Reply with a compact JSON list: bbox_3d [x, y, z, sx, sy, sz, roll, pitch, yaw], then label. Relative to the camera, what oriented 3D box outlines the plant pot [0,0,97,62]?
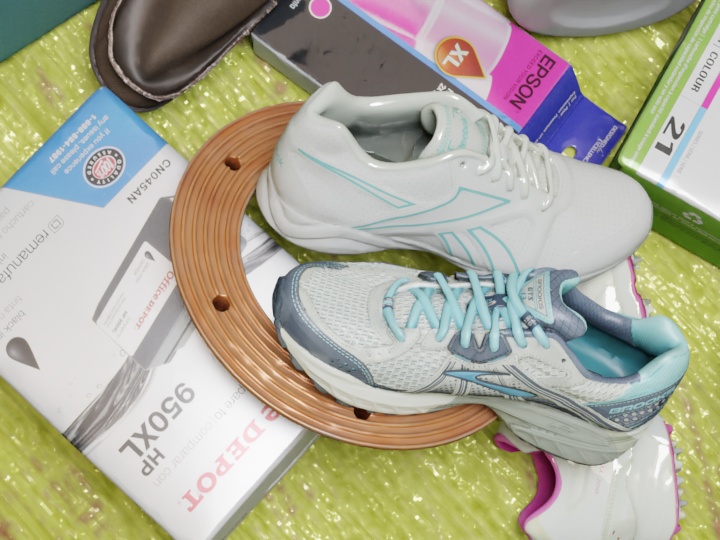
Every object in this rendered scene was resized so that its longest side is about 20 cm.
[{"bbox_3d":[-0.165,-0.226,0.779,0.200,0.141,0.142,-31,82,-16],"label":"plant pot"}]

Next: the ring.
[{"bbox_3d":[0.000,0.000,0.727,0.199,0.019,0.201,12,55,-17],"label":"ring"}]

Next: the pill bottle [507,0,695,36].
[{"bbox_3d":[0.122,-0.239,0.797,0.112,0.113,0.201,-6,79,-3],"label":"pill bottle"}]

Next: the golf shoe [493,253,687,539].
[{"bbox_3d":[0.111,0.050,0.768,0.091,0.075,0.201,-9,79,0],"label":"golf shoe"}]

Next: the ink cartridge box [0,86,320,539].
[{"bbox_3d":[-0.106,0.029,0.757,0.200,0.084,0.145,42,81,5],"label":"ink cartridge box"}]

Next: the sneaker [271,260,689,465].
[{"bbox_3d":[0.059,0.023,0.672,0.199,0.086,0.078,14,53,-17],"label":"sneaker"}]

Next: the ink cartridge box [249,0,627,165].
[{"bbox_3d":[0.045,-0.105,0.813,0.200,0.037,0.095,37,81,3],"label":"ink cartridge box"}]

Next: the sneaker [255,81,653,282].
[{"bbox_3d":[0.054,-0.041,0.704,0.199,0.080,0.071,6,54,-14],"label":"sneaker"}]

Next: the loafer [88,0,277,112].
[{"bbox_3d":[-0.069,-0.170,0.780,0.073,0.071,0.200,40,85,-21],"label":"loafer"}]

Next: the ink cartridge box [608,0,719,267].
[{"bbox_3d":[0.252,-0.062,0.788,0.199,0.076,0.148,30,80,5],"label":"ink cartridge box"}]
